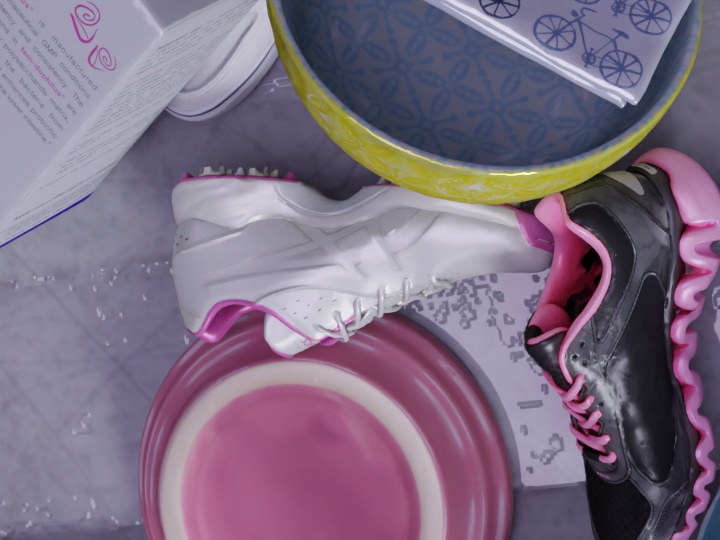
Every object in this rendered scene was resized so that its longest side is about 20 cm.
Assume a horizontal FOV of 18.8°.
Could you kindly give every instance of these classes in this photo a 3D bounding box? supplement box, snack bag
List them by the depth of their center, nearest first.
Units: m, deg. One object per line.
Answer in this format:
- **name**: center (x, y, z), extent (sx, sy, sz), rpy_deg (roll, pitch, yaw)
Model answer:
- **snack bag**: center (0.084, -0.188, 0.976), extent (0.188, 0.021, 0.201), rpy_deg (30, 64, 8)
- **supplement box**: center (-0.145, -0.108, 1.040), extent (0.101, 0.103, 0.200), rpy_deg (51, 132, 3)

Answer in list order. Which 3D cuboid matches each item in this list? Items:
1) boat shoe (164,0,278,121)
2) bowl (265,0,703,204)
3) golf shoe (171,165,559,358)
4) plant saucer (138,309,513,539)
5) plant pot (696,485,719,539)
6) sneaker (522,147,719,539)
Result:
- **boat shoe**: center (-0.058, -0.164, 1.059), extent (0.073, 0.065, 0.201), rpy_deg (26, 105, 10)
- **bowl**: center (0.050, -0.107, 1.004), extent (0.198, 0.108, 0.202), rpy_deg (3, 63, -6)
- **golf shoe**: center (0.000, 0.000, 1.056), extent (0.198, 0.075, 0.092), rpy_deg (3, 80, 21)
- **plant saucer**: center (-0.024, 0.115, 1.101), extent (0.199, 0.051, 0.202), rpy_deg (3, 99, 16)
- **plant pot**: center (0.264, 0.150, 0.969), extent (0.134, 0.201, 0.200), rpy_deg (33, 110, -30)
- **sneaker**: center (0.113, 0.045, 1.014), extent (0.079, 0.095, 0.202), rpy_deg (17, 111, 55)
